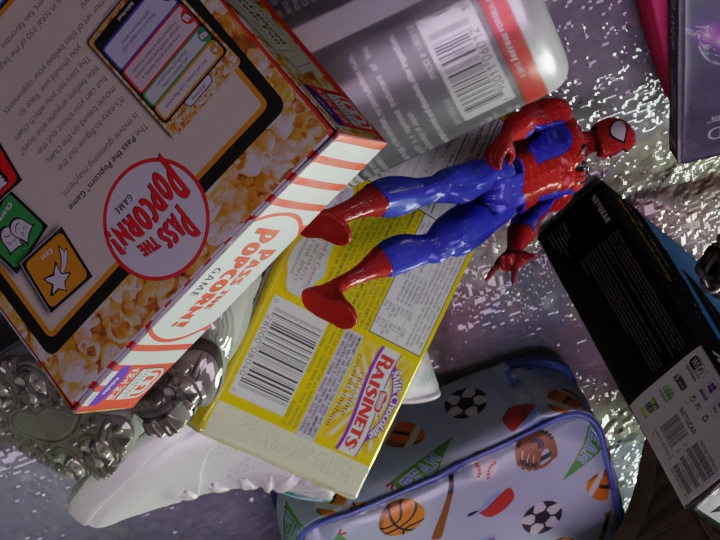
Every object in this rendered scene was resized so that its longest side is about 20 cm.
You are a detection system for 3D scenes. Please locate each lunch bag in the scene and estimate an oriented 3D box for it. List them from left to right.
[{"bbox_3d":[0.049,0.145,0.983,0.199,0.076,0.161,-21,128,-4],"label":"lunch bag"}]

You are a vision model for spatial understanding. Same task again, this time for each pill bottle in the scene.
[{"bbox_3d":[-0.023,-0.090,0.739,0.199,0.116,0.116,-24,132,8],"label":"pill bottle"}]

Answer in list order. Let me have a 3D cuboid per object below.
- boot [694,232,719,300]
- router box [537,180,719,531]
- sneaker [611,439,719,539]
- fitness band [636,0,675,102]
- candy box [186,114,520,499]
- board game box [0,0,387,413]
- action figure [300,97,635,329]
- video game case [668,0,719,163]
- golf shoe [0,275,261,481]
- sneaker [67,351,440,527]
[{"bbox_3d":[0.223,-0.051,0.835,0.200,0.069,0.174,24,117,-35],"label":"boot"},{"bbox_3d":[0.182,0.061,0.888,0.051,0.200,0.149,-42,131,17],"label":"router box"},{"bbox_3d":[0.188,0.141,0.969,0.075,0.200,0.071,9,144,31],"label":"sneaker"},{"bbox_3d":[0.205,-0.140,0.845,0.143,0.037,0.200,-25,131,0],"label":"fitness band"},{"bbox_3d":[0.000,0.000,0.828,0.102,0.026,0.201,29,85,-38],"label":"candy box"},{"bbox_3d":[-0.109,-0.070,0.676,0.151,0.200,0.046,-44,162,17],"label":"board game box"},{"bbox_3d":[0.059,-0.034,0.811,0.200,0.052,0.066,-28,121,-37],"label":"action figure"},{"bbox_3d":[0.212,-0.147,0.808,0.142,0.019,0.201,-14,132,-6],"label":"video game case"},{"bbox_3d":[-0.109,0.037,0.822,0.078,0.097,0.200,48,141,-18],"label":"golf shoe"},{"bbox_3d":[-0.052,0.088,0.884,0.200,0.075,0.089,-33,98,6],"label":"sneaker"}]
